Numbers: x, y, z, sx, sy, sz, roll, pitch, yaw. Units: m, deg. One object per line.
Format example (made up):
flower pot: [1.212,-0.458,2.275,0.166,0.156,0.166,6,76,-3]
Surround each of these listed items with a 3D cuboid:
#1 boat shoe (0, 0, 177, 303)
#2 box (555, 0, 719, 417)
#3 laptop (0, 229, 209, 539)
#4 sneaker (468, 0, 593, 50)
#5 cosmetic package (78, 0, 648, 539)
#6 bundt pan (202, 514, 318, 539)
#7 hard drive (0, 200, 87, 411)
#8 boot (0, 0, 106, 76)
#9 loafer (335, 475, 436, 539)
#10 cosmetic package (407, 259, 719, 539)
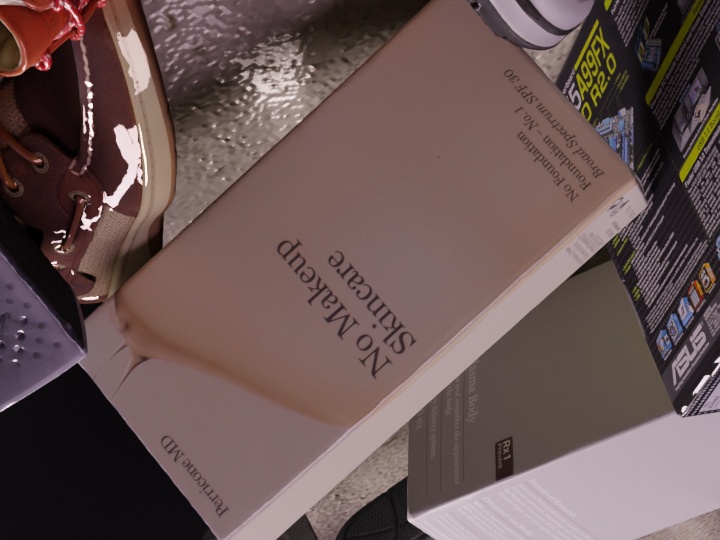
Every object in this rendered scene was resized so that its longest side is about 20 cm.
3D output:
boat shoe: [-0.110,-0.043,0.717,0.072,0.072,0.200,-12,156,-15]
box: [0.141,-0.065,0.730,0.044,0.161,0.200,-6,147,-20]
laptop: [-0.170,0.094,0.871,0.199,0.104,0.177,-20,136,24]
sneaker: [0.069,-0.149,0.634,0.115,0.076,0.201,-24,148,12]
cosmetic package: [0.000,0.000,0.750,0.200,0.104,0.073,-43,167,4]
bundt pan: [-0.114,0.158,1.037,0.201,0.076,0.202,-15,151,-9]
hard drive: [-0.208,0.016,0.723,0.199,0.042,0.135,-26,117,22]
boot: [-0.084,-0.103,0.596,0.199,0.108,0.075,-12,148,-15]
loafer: [0.080,0.120,1.056,0.199,0.072,0.063,-28,122,-12]
cosmetic package: [0.123,0.061,0.939,0.200,0.107,0.090,-30,130,32]
